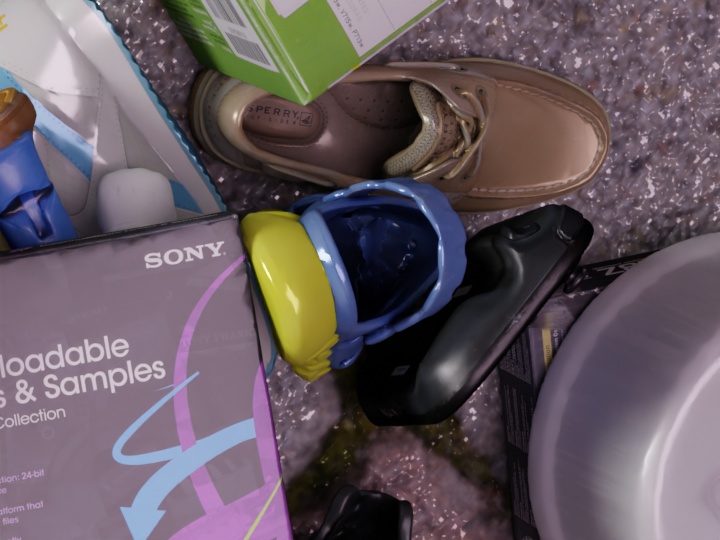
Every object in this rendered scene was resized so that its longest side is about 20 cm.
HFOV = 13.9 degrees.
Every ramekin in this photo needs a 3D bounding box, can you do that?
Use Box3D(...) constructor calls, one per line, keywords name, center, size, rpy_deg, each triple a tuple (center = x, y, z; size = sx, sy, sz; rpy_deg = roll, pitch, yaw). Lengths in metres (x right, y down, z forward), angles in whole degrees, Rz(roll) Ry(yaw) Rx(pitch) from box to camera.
Box3D(name="ramekin", center=(0.185, 0.089, 1.324), size=(0.199, 0.098, 0.202), rpy_deg=(-4, 101, -21))

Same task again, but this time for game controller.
Box3D(name="game controller", center=(0.045, 0.022, 1.258), size=(0.042, 0.200, 0.105), rpy_deg=(31, 83, -6))

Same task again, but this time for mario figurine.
Box3D(name="mario figurine", center=(-0.127, 0.029, 1.211), size=(0.123, 0.106, 0.201), rpy_deg=(-20, 107, 31))

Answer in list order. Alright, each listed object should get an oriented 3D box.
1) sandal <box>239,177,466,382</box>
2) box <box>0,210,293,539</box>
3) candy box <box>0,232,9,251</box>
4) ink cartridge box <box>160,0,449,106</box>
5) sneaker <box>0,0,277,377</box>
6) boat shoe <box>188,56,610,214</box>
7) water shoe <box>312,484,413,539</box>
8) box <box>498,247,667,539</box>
Box3D(name="sandal", center=(0.000, 0.000, 1.233), size=(0.087, 0.200, 0.080), rpy_deg=(-20, 93, -1))
Box3D(name="box", center=(-0.101, 0.087, 1.142), size=(0.142, 0.036, 0.201), rpy_deg=(-11, 93, -11))
Box3D(name="candy box", center=(-0.175, 0.074, 1.258), size=(0.115, 0.055, 0.201), rpy_deg=(-30, 109, -14))
Box3D(name="ink cartridge box", center=(0.013, -0.165, 1.231), size=(0.200, 0.148, 0.076), rpy_deg=(-36, 111, -11))
Box3D(name="sneaker", center=(-0.104, -0.030, 1.261), size=(0.081, 0.077, 0.201), rpy_deg=(-33, 105, -1))
Box3D(name="boat shoe", center=(0.026, -0.060, 1.303), size=(0.199, 0.065, 0.073), rpy_deg=(6, 99, -22))
Box3D(name="water shoe", center=(-0.022, 0.167, 1.269), size=(0.071, 0.200, 0.079), rpy_deg=(13, 123, 4))
Box3D(name="box", center=(0.151, 0.091, 1.391), size=(0.160, 0.049, 0.201), rpy_deg=(-13, 105, -20))
